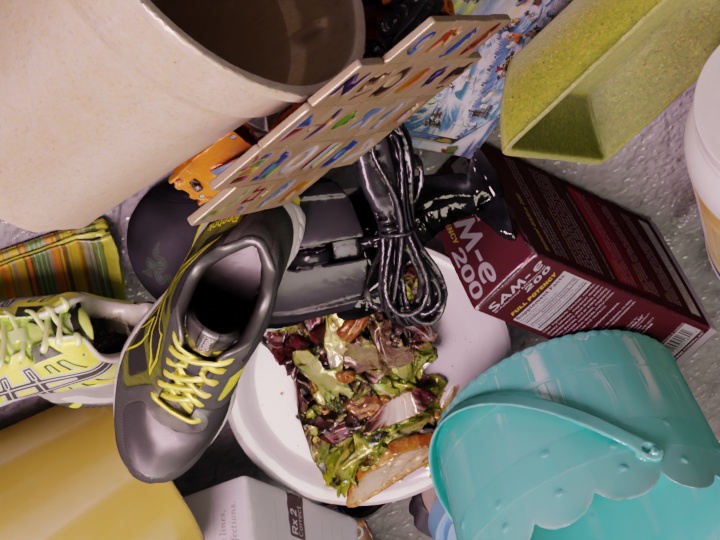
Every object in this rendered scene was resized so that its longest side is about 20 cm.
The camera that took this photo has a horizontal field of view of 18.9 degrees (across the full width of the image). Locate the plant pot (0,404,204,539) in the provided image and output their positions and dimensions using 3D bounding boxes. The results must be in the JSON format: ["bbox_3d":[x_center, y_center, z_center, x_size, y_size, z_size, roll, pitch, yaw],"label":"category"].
[{"bbox_3d":[-0.212,0.181,1.395,0.188,0.201,0.201,-36,143,-14],"label":"plant pot"}]

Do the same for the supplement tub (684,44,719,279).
[{"bbox_3d":[0.286,-0.064,1.398,0.144,0.145,0.200,-27,152,1],"label":"supplement tub"}]

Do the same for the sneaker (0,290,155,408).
[{"bbox_3d":[-0.204,0.041,1.288,0.199,0.076,0.076,-6,154,-41],"label":"sneaker"}]

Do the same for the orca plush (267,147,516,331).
[{"bbox_3d":[0.000,0.000,1.348,0.198,0.071,0.106,-11,122,13],"label":"orca plush"}]

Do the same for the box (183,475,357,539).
[{"bbox_3d":[-0.108,0.274,1.494,0.199,0.200,0.130,-23,148,31],"label":"box"}]

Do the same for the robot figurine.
[{"bbox_3d":[-0.025,-0.126,1.187,0.199,0.146,0.058,-33,133,25],"label":"robot figurine"}]

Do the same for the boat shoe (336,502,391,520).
[{"bbox_3d":[0.043,0.095,1.531,0.073,0.063,0.202,18,122,-39],"label":"boat shoe"}]

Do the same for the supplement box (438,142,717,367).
[{"bbox_3d":[0.139,-0.004,1.435,0.199,0.109,0.061,22,123,-42],"label":"supplement box"}]

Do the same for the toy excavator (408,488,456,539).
[{"bbox_3d":[0.155,0.205,1.603,0.193,0.201,0.100,-3,137,-26],"label":"toy excavator"}]

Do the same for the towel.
[{"bbox_3d":[-0.241,0.031,1.333,0.199,0.018,0.086,-19,140,-9],"label":"towel"}]

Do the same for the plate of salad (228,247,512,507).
[{"bbox_3d":[0.006,0.075,1.450,0.198,0.048,0.202,-3,115,-6],"label":"plate of salad"}]

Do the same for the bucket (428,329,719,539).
[{"bbox_3d":[0.148,0.145,1.424,0.205,0.135,0.208,-13,144,-9],"label":"bucket"}]

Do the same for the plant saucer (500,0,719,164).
[{"bbox_3d":[0.174,-0.149,1.295,0.200,0.048,0.199,-43,165,18],"label":"plant saucer"}]

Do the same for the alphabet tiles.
[{"bbox_3d":[-0.004,-0.080,1.123,0.166,0.006,0.200,-39,173,20],"label":"alphabet tiles"}]

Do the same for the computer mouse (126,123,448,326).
[{"bbox_3d":[-0.056,-0.017,1.286,0.198,0.053,0.140,-7,109,20],"label":"computer mouse"}]

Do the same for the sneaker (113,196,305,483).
[{"bbox_3d":[-0.097,0.041,1.242,0.074,0.085,0.201,22,109,-3],"label":"sneaker"}]

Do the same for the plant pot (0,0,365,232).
[{"bbox_3d":[-0.131,-0.122,1.109,0.200,0.202,0.183,19,135,-42],"label":"plant pot"}]

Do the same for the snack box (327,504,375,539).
[{"bbox_3d":[-0.010,0.246,1.696,0.071,0.024,0.201,-24,142,-1],"label":"snack box"}]

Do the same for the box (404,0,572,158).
[{"bbox_3d":[0.058,-0.160,1.271,0.136,0.040,0.200,8,130,-37],"label":"box"}]
